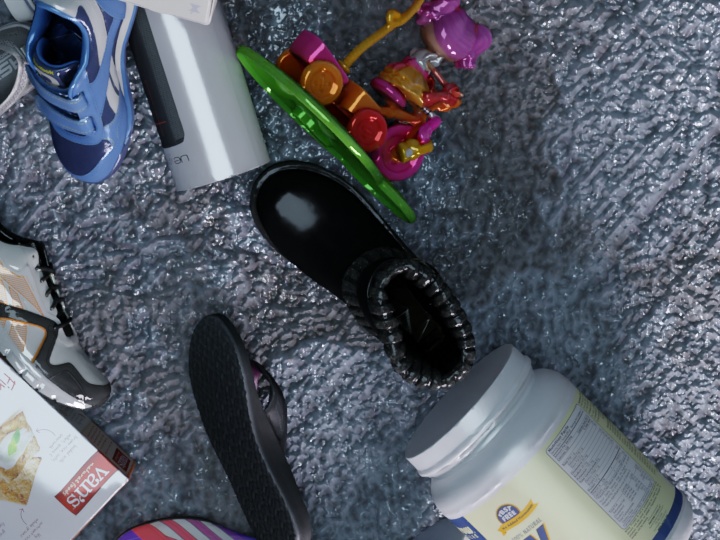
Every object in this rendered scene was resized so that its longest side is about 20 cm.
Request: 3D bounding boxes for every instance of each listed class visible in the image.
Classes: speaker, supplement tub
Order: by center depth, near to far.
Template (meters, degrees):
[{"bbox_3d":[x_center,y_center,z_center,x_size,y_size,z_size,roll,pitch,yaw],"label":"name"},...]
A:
[{"bbox_3d":[-0.135,-0.166,1.505,0.081,0.081,0.202,-17,99,2],"label":"speaker"},{"bbox_3d":[0.147,0.170,1.523,0.200,0.145,0.145,44,96,-6],"label":"supplement tub"}]

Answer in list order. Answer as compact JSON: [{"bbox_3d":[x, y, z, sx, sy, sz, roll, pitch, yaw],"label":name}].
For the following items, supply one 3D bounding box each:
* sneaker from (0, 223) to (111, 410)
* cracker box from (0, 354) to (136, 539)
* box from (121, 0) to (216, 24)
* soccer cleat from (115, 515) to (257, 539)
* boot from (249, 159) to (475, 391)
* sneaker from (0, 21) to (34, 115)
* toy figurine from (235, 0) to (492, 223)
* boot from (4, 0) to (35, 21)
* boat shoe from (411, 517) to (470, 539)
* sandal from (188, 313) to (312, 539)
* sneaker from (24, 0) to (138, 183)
[{"bbox_3d":[-0.264,0.026,1.535,0.080,0.074,0.200,-42,97,3],"label":"sneaker"},{"bbox_3d":[-0.298,0.141,1.559,0.200,0.058,0.134,43,96,-7],"label":"cracker box"},{"bbox_3d":[-0.122,-0.283,1.435,0.081,0.069,0.201,14,54,-4],"label":"box"},{"bbox_3d":[-0.107,0.245,1.567,0.198,0.073,0.069,10,98,-2],"label":"soccer cleat"},{"bbox_3d":[0.002,-0.002,1.489,0.211,0.158,0.080,38,96,-6],"label":"boot"},{"bbox_3d":[-0.330,-0.125,1.507,0.200,0.082,0.075,-41,97,5],"label":"sneaker"},{"bbox_3d":[0.035,-0.167,1.494,0.184,0.150,0.200,-47,118,-4],"label":"toy figurine"},{"bbox_3d":[-0.246,-0.298,1.486,0.090,0.073,0.202,-10,98,7],"label":"boot"},{"bbox_3d":[0.038,0.290,1.582,0.066,0.070,0.200,38,93,-23],"label":"boat shoe"},{"bbox_3d":[-0.085,0.129,1.559,0.075,0.048,0.202,-18,92,47],"label":"sandal"},{"bbox_3d":[-0.219,-0.147,1.476,0.073,0.082,0.201,22,130,21],"label":"sneaker"}]
